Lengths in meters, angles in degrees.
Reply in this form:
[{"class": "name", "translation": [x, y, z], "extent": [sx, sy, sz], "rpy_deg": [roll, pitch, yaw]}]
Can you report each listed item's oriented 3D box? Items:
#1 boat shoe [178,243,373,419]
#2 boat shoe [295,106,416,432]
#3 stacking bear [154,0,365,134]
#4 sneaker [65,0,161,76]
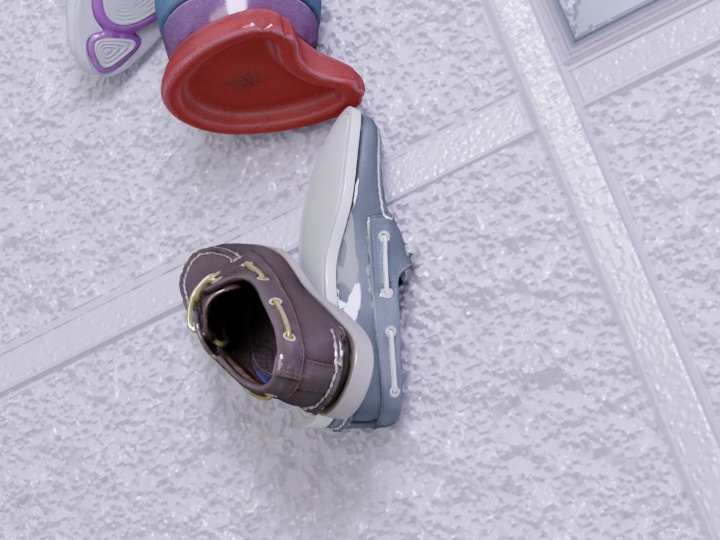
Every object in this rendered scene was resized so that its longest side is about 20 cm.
[{"class": "boat shoe", "translation": [-0.065, 0.027, 0.894], "extent": [0.200, 0.059, 0.072], "rpy_deg": [36, 109, 55]}, {"class": "boat shoe", "translation": [0.000, 0.000, 0.929], "extent": [0.061, 0.073, 0.201], "rpy_deg": [10, 71, -20]}, {"class": "stacking bear", "translation": [-0.075, -0.199, 0.967], "extent": [0.113, 0.121, 0.201], "rpy_deg": [-18, 64, 28]}, {"class": "sneaker", "translation": [-0.165, -0.231, 1.038], "extent": [0.099, 0.075, 0.201], "rpy_deg": [10, 90, 53]}]
